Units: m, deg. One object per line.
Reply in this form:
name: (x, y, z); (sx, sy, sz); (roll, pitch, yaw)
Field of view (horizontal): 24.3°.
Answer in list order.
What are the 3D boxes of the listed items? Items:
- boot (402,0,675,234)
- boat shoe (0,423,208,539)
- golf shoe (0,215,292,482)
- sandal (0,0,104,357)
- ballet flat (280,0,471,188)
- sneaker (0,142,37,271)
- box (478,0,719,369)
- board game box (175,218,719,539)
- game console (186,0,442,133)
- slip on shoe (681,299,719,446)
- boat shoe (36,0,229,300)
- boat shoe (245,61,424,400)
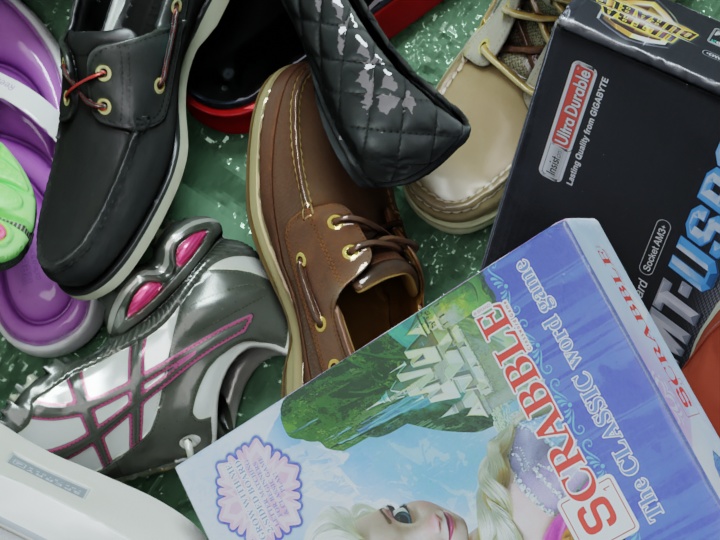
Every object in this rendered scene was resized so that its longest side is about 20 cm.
boot: (0.079, -0.113, 0.710); (0.072, 0.155, 0.200); (40, 89, 14)
boat shoe: (-0.161, 0.103, 0.704); (0.199, 0.072, 0.069); (25, 101, -5)
golf shoe: (-0.110, 0.070, 0.763); (0.088, 0.077, 0.200); (41, 91, 8)
sandal: (-0.171, -0.058, 0.805); (0.082, 0.050, 0.203); (-25, 78, 6)
ballet flat: (-0.010, -0.131, 0.717); (0.057, 0.066, 0.201); (-24, 84, 16)
sneaker: (-0.225, -0.027, 0.787); (0.199, 0.084, 0.077); (9, 50, 31)
box: (0.149, 0.006, 0.671); (0.198, 0.201, 0.050); (26, 44, 12)
board game box: (0.051, 0.116, 0.636); (0.199, 0.041, 0.201); (-34, 75, 24)
game console: (-0.034, -0.182, 0.811); (0.200, 0.031, 0.177); (-35, 71, 3)
slip on shoe: (0.141, 0.068, 0.647); (0.074, 0.061, 0.200); (37, 134, 5)
boat shoe: (-0.110, -0.088, 0.751); (0.073, 0.063, 0.202); (9, 78, 39)
boat shoe: (0.000, 0.000, 0.740); (0.067, 0.072, 0.201); (-21, 74, 51)
